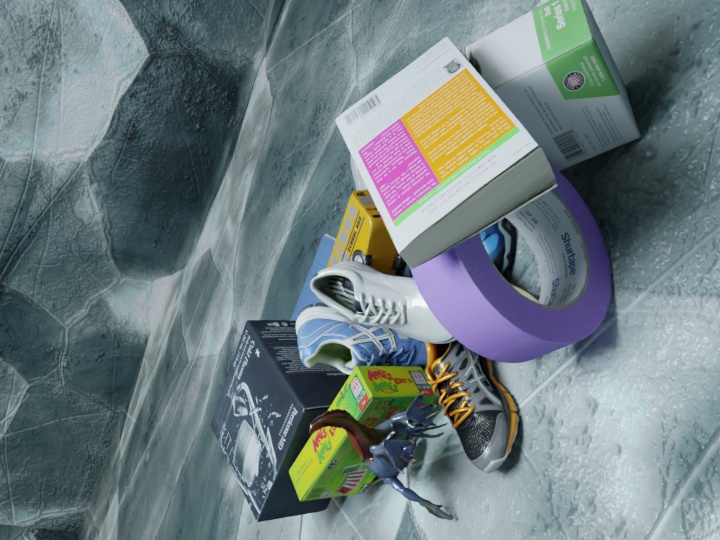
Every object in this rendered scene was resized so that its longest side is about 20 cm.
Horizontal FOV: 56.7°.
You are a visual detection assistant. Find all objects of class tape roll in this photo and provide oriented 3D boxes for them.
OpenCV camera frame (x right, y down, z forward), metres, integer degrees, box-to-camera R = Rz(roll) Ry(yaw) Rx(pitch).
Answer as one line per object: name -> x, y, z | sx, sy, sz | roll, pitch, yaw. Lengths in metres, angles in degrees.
tape roll -> 0.141, -0.018, 0.627 | 0.066, 0.199, 0.201 | -36, 43, 52

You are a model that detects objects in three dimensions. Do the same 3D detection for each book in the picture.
book -> 0.060, -0.110, 0.575 | 0.133, 0.048, 0.201 | -33, 45, 12

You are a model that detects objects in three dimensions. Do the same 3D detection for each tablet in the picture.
tablet -> -0.073, 0.042, 1.095 | 0.201, 0.014, 0.130 | -68, 23, 3

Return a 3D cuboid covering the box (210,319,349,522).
box -> -0.106, 0.208, 0.956 | 0.197, 0.123, 0.201 | 45, 121, 44

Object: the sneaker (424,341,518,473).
sneaker -> 0.111, 0.130, 0.741 | 0.078, 0.077, 0.201 | -53, 33, 33

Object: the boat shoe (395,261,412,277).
boat shoe -> 0.095, -0.077, 0.869 | 0.091, 0.071, 0.201 | 38, 106, 48

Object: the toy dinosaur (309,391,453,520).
toy dinosaur -> 0.030, 0.193, 0.752 | 0.182, 0.199, 0.106 | 123, 170, -60

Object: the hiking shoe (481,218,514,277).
hiking shoe -> 0.128, -0.074, 0.811 | 0.074, 0.086, 0.201 | -35, 53, 53

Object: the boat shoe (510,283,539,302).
boat shoe -> 0.121, 0.033, 0.745 | 0.200, 0.065, 0.073 | 38, 140, 51

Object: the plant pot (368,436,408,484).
plant pot -> 0.009, 0.191, 0.926 | 0.199, 0.027, 0.202 | -11, 76, 53

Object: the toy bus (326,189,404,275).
toy bus -> 0.000, 0.000, 0.865 | 0.078, 0.065, 0.201 | 52, 136, 36

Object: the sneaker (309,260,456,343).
sneaker -> 0.026, 0.040, 0.745 | 0.199, 0.071, 0.074 | 15, 113, 39

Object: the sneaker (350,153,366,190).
sneaker -> 0.041, -0.159, 1.087 | 0.115, 0.073, 0.201 | -31, 57, 53

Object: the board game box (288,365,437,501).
board game box -> -0.001, 0.204, 0.828 | 0.201, 0.101, 0.048 | -59, 43, 29

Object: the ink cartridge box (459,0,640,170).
ink cartridge box -> 0.156, -0.162, 0.675 | 0.199, 0.146, 0.085 | -21, 51, 29

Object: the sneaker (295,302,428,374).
sneaker -> 0.016, 0.098, 0.826 | 0.077, 0.198, 0.076 | -88, 5, -48
